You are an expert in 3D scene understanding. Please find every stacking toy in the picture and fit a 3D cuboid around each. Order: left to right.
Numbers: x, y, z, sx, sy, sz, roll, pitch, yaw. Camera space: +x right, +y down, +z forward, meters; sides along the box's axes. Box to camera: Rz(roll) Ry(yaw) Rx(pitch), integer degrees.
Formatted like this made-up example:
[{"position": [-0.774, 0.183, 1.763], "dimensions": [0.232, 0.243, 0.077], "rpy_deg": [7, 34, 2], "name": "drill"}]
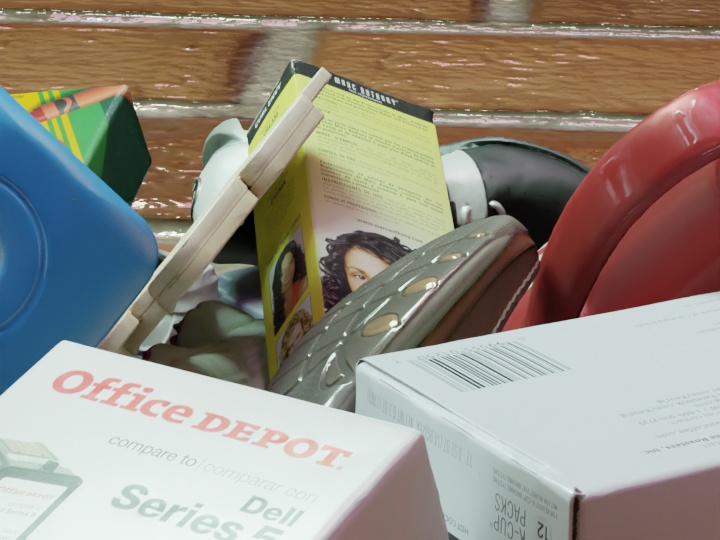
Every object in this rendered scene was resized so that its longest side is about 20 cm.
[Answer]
[{"position": [-0.158, -0.003, 0.955], "dimensions": [0.110, 0.116, 0.200], "rpy_deg": [-48, 8, -8], "name": "stacking toy"}]

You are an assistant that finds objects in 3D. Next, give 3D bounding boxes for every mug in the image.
[{"position": [0.133, -0.013, 0.965], "dimensions": [0.177, 0.200, 0.134], "rpy_deg": [33, 33, -27], "name": "mug"}]

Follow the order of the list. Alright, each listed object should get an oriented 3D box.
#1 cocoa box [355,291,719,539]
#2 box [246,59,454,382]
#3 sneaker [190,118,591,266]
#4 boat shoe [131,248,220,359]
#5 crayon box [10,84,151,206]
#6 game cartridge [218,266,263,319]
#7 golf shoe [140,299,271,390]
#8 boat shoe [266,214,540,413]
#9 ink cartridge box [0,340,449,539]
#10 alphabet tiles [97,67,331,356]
[{"position": [0.112, 0.093, 0.813], "dimensions": [0.199, 0.132, 0.133], "rpy_deg": [-10, 21, -29], "name": "cocoa box"}, {"position": [0.000, 0.000, 1.026], "dimensions": [0.075, 0.050, 0.201], "rpy_deg": [18, 36, -23], "name": "box"}, {"position": [0.018, -0.015, 1.155], "dimensions": [0.198, 0.075, 0.089], "rpy_deg": [4, 36, 5], "name": "sneaker"}, {"position": [-0.131, 0.001, 1.192], "dimensions": [0.072, 0.066, 0.200], "rpy_deg": [-12, 22, -33], "name": "boat shoe"}, {"position": [-0.181, -0.006, 1.119], "dimensions": [0.126, 0.051, 0.201], "rpy_deg": [-3, 37, 16], "name": "crayon box"}, {"position": [0.028, 0.033, 1.151], "dimensions": [0.132, 0.041, 0.199], "rpy_deg": [-16, 24, -33], "name": "game cartridge"}, {"position": [-0.047, 0.064, 0.998], "dimensions": [0.091, 0.076, 0.200], "rpy_deg": [8, 21, 10], "name": "golf shoe"}, {"position": [0.003, 0.064, 0.893], "dimensions": [0.200, 0.072, 0.076], "rpy_deg": [-49, 18, -22], "name": "boat shoe"}, {"position": [-0.083, 0.119, 0.710], "dimensions": [0.145, 0.085, 0.200], "rpy_deg": [12, 41, 33], "name": "ink cartridge box"}, {"position": [-0.079, 0.008, 0.990], "dimensions": [0.015, 0.200, 0.196], "rpy_deg": [39, 53, -4], "name": "alphabet tiles"}]
